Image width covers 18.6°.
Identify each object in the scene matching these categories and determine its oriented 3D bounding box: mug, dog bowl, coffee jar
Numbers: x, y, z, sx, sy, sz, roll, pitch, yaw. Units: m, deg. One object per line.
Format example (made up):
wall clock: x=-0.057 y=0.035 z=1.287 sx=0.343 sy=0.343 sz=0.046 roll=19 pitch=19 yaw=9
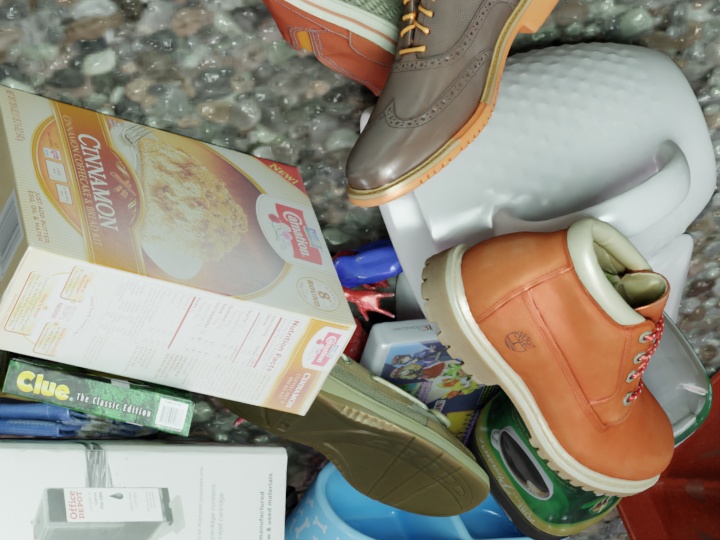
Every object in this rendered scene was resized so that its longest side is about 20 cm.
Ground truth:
mug: x=0.112 y=-0.048 z=1.231 sx=0.174 sy=0.200 sz=0.148 roll=-21 pitch=107 yaw=-7
dog bowl: x=0.049 y=0.165 z=1.433 sx=0.199 sy=0.112 sz=0.050 roll=0 pitch=128 yaw=-25
coffee jar: x=0.135 y=0.093 z=1.344 sx=0.085 sy=0.105 sz=0.200 roll=-30 pitch=167 yaw=-24

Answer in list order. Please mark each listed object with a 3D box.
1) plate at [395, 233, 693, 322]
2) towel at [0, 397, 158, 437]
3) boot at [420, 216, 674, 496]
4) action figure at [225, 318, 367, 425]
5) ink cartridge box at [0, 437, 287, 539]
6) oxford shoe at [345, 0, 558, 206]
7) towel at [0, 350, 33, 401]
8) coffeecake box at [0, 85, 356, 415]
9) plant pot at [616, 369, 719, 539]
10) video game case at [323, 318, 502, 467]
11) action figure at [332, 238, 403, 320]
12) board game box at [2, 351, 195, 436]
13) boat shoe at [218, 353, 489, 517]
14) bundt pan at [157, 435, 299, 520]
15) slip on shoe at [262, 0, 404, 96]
plate: x=0.122 y=0.059 z=1.489 sx=0.199 sy=0.032 sz=0.200 roll=-6 pitch=141 yaw=-6
towel: x=-0.212 y=0.087 z=1.322 sx=0.146 sy=0.024 sz=0.200 roll=0 pitch=176 yaw=11
boot: x=0.129 y=0.047 z=1.154 sx=0.107 sy=0.075 sz=0.200 roll=-22 pitch=133 yaw=27
action figure: x=-0.066 y=0.059 z=1.425 sx=0.199 sy=0.052 sz=0.066 roll=-2 pitch=135 yaw=-14
ink cartridge box: x=-0.159 y=0.140 z=1.282 sx=0.199 sy=0.083 sz=0.147 roll=3 pitch=177 yaw=-21
oxford shoe: x=0.038 y=-0.121 z=1.150 sx=0.071 sy=0.201 sz=0.073 roll=-1 pitch=139 yaw=45
towel: x=-0.238 y=0.032 z=1.382 sx=0.143 sy=0.023 sz=0.200 roll=8 pitch=138 yaw=-20
coffeecake box: x=-0.119 y=-0.011 z=1.244 sx=0.199 sy=0.154 sz=0.073 roll=15 pitch=123 yaw=-28
plant pot: x=0.331 y=0.181 z=1.571 sx=0.175 sy=0.201 sz=0.200 roll=6 pitch=139 yaw=-37
video game case: x=0.073 y=0.095 z=1.460 sx=0.181 sy=0.023 sz=0.201 roll=-5 pitch=142 yaw=-20
action figure: x=0.000 y=0.000 z=1.364 sx=0.199 sy=0.065 sz=0.052 roll=-15 pitch=104 yaw=6
board game box: x=-0.154 y=0.061 z=1.271 sx=0.104 sy=0.200 sz=0.024 roll=16 pitch=92 yaw=-10
boat shoe: x=-0.001 y=0.087 z=1.364 sx=0.200 sy=0.063 sz=0.073 roll=28 pitch=134 yaw=-21
bundt pan: x=-0.080 y=0.185 z=1.477 sx=0.201 sy=0.202 sz=0.076 roll=31 pitch=104 yaw=-39
slip on shoe: x=-0.027 y=-0.147 z=1.177 sx=0.061 sy=0.074 sz=0.200 roll=-32 pitch=141 yaw=29
